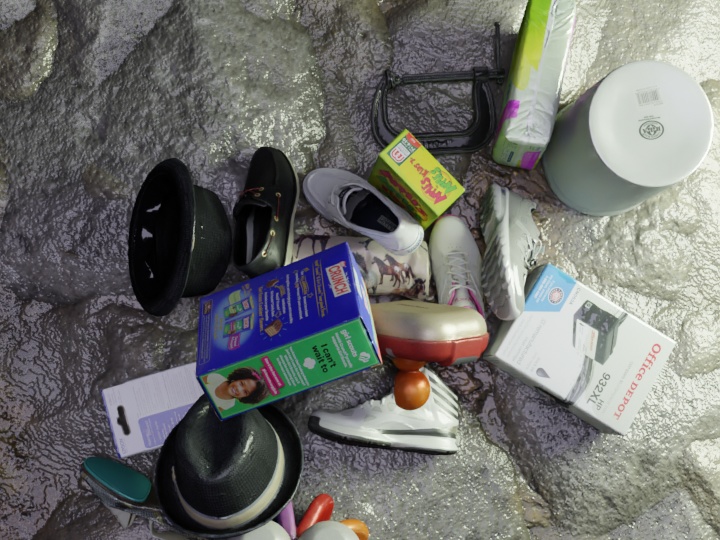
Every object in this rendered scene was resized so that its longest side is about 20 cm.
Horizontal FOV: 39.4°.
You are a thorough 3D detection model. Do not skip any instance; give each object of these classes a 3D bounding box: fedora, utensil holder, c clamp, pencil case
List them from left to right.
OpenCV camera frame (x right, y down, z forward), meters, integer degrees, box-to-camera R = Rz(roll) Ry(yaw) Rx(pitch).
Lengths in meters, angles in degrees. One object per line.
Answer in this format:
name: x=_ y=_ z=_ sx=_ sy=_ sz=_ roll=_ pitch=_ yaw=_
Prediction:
fedora: x=-0.224 y=-0.039 z=1.285 sx=0.091 sy=0.200 sz=0.201 roll=8 pitch=83 yaw=-37
fedora: x=-0.162 y=0.210 z=1.189 sx=0.200 sy=0.092 sz=0.201 roll=-4 pitch=45 yaw=4
pencil case: x=0.000 y=0.000 z=1.317 sx=0.200 sy=0.078 sz=0.090 roll=2 pitch=90 yaw=-4
c clamp: x=0.107 y=-0.240 z=1.375 sx=0.200 sy=0.027 sz=0.171 roll=-10 pitch=91 yaw=-6
utensil holder: x=0.340 y=-0.165 z=1.295 sx=0.170 sy=0.200 sz=0.170 roll=0 pitch=86 yaw=-4

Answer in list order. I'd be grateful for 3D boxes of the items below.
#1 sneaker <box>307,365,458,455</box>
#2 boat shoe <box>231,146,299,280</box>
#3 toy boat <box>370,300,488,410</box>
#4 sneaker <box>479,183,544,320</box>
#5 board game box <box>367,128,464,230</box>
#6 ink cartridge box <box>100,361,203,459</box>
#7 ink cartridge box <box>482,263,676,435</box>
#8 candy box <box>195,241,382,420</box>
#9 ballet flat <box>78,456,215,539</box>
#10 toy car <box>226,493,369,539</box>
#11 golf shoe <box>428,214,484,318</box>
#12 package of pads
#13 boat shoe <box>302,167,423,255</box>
sneaker: x=0.033 y=0.174 z=1.315 sx=0.200 sy=0.076 sz=0.116 roll=9 pitch=75 yaw=-11
boat shoe: x=-0.125 y=-0.079 z=1.291 sx=0.074 sy=0.063 sz=0.202 roll=-18 pitch=57 yaw=31
toy boat: x=0.059 y=0.108 z=1.244 sx=0.130 sy=0.200 sz=0.131 roll=-4 pitch=96 yaw=-42
sneaker: x=0.205 y=-0.026 z=1.308 sx=0.082 sy=0.075 sz=0.200 roll=10 pitch=58 yaw=-11
board game box: x=0.064 y=-0.105 z=1.269 sx=0.048 sy=0.200 sz=0.102 roll=-44 pitch=89 yaw=-6
ink cartridge box: x=-0.227 y=0.171 z=1.306 sx=0.200 sy=0.037 sz=0.095 roll=-16 pitch=87 yaw=-8
ink cartridge box: x=0.286 y=0.104 z=1.324 sx=0.200 sy=0.084 sz=0.145 roll=32 pitch=83 yaw=-1
candy box: x=-0.086 y=0.068 z=1.182 sx=0.200 sy=0.169 sz=0.077 roll=-21 pitch=121 yaw=7
ballet flat: x=-0.270 y=0.303 z=1.278 sx=0.200 sy=0.072 sz=0.072 roll=21 pitch=84 yaw=-1
toy car: x=-0.084 y=0.346 z=1.254 sx=0.200 sy=0.175 sz=0.150 roll=3 pitch=50 yaw=-3
golf shoe: x=0.133 y=0.022 z=1.319 sx=0.075 sy=0.092 sz=0.200 roll=-7 pitch=84 yaw=-3
package of pads: x=0.227 y=-0.242 z=1.317 sx=0.068 sy=0.155 sz=0.200 roll=12 pitch=84 yaw=4
boat shoe: x=-0.006 y=-0.089 z=1.286 sx=0.200 sy=0.065 sz=0.074 roll=27 pitch=84 yaw=34
